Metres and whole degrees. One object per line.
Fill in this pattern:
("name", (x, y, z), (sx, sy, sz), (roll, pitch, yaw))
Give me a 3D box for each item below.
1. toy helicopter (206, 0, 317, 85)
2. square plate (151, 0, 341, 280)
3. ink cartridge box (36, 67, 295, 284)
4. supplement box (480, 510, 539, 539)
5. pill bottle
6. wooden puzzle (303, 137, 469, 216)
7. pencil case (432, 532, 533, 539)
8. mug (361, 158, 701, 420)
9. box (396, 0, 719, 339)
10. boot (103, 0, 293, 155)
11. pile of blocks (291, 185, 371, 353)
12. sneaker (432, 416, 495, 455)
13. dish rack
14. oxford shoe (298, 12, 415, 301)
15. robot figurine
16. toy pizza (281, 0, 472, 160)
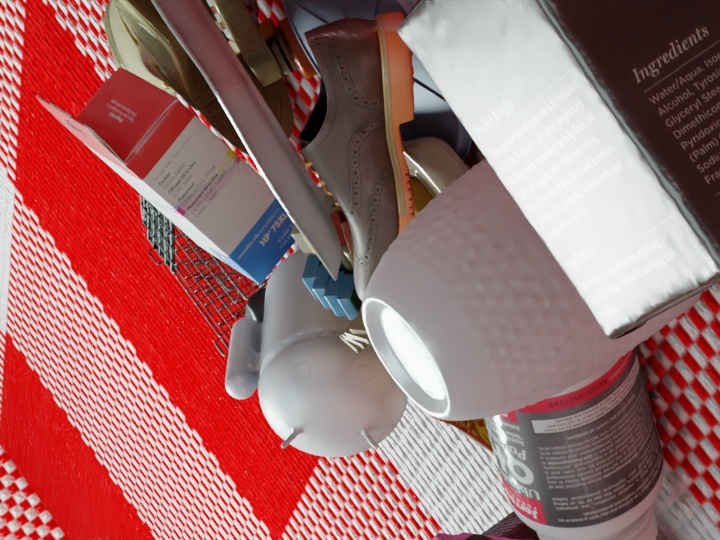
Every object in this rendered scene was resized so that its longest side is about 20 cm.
("toy helicopter", (-0.100, -0.204, 1.717), (0.132, 0.079, 0.200), (64, -178, 21))
("square plate", (-0.081, -0.114, 1.611), (0.200, 0.028, 0.198), (58, 180, 44))
("ink cartridge box", (-0.145, -0.085, 1.883), (0.200, 0.067, 0.116), (43, 173, -33))
("supplement box", (0.115, 0.259, 1.799), (0.131, 0.200, 0.103), (56, 160, 0))
("pill bottle", (0.142, 0.108, 1.631), (0.111, 0.111, 0.200), (35, 151, 47))
("wooden puzzle", (0.051, -0.020, 1.707), (0.185, 0.037, 0.200), (50, 162, -19))
("pencil case", (0.141, 0.240, 1.708), (0.094, 0.200, 0.091), (-108, 27, -62))
("mug", (0.086, 0.008, 1.508), (0.148, 0.175, 0.200), (60, 160, -9))
("box", (0.154, -0.102, 1.190), (0.200, 0.164, 0.166), (56, 161, 2))
("boot", (-0.133, -0.158, 1.928), (0.200, 0.073, 0.155), (48, 164, 4))
("pile of blocks", (0.000, 0.000, 1.681), (0.200, 0.082, 0.062), (34, 163, 46))
("sneaker", (0.087, 0.088, 1.735), (0.200, 0.073, 0.077), (47, -179, -16))
("dish rack", (-0.130, -0.004, 2.194), (0.200, 0.054, 0.153), (51, 159, 20))
("oxford shoe", (-0.004, -0.068, 1.573), (0.071, 0.073, 0.200), (-113, 20, -68))
("robot figurine", (-0.019, 0.060, 1.857), (0.200, 0.169, 0.113), (-87, -16, -45))
("toy pizza", (0.013, -0.156, 1.637), (0.200, 0.032, 0.200), (45, 159, 22))
